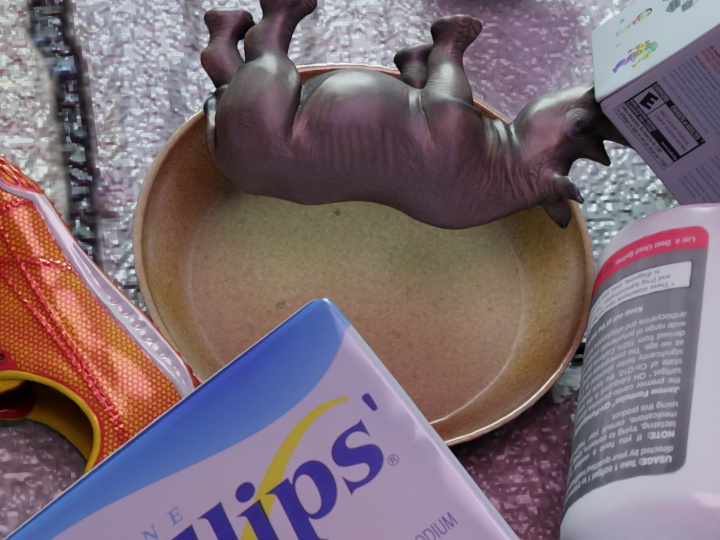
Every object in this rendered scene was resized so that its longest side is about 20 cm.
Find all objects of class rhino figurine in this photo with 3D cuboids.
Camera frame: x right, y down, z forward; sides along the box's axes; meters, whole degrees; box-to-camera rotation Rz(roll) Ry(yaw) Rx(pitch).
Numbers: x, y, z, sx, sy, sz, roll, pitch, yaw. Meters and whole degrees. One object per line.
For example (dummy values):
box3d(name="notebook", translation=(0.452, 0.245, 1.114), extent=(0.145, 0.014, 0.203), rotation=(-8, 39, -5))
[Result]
box3d(name="rhino figurine", translation=(0.027, -0.061, 1.118), extent=(0.199, 0.060, 0.088), rotation=(9, 69, -6))

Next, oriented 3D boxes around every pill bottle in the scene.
box3d(name="pill bottle", translation=(0.139, 0.082, 1.055), extent=(0.110, 0.111, 0.201), rotation=(12, 56, -1))

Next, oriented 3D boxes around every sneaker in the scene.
box3d(name="sneaker", translation=(-0.146, 0.013, 1.080), extent=(0.077, 0.073, 0.200), rotation=(-36, 66, -17))

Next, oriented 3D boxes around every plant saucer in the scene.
box3d(name="plant saucer", translation=(0.000, 0.000, 1.131), extent=(0.199, 0.035, 0.201), rotation=(5, 56, -7))

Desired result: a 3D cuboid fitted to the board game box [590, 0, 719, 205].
box3d(name="board game box", translation=(0.219, -0.088, 1.100), extent=(0.148, 0.200, 0.064), rotation=(47, 24, -25))

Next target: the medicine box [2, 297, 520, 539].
box3d(name="medicine box", translation=(-0.018, 0.148, 0.954), extent=(0.182, 0.103, 0.200), rotation=(-38, 68, -2))
